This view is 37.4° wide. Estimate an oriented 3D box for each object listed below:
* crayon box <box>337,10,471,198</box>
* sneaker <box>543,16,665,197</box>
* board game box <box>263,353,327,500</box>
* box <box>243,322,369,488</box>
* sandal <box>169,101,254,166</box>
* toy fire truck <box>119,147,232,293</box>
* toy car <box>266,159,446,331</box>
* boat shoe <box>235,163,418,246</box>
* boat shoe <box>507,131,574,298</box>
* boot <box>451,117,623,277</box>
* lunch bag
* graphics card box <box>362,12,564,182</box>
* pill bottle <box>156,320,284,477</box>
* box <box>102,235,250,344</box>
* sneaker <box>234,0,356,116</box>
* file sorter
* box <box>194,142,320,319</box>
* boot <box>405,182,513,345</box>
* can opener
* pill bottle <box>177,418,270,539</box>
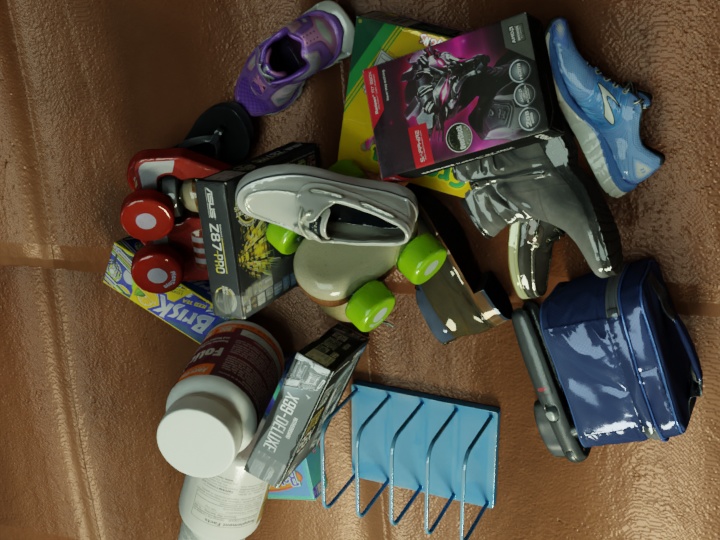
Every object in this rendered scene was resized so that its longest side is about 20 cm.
[{"bbox_3d":[0.083,-0.184,1.202,0.199,0.058,0.173,17,115,19],"label":"crayon box"},{"bbox_3d":[0.256,-0.181,1.122,0.089,0.079,0.201,-28,102,19],"label":"sneaker"},{"bbox_3d":[-0.138,0.216,1.463,0.151,0.045,0.201,-3,107,25],"label":"board game box"},{"bbox_3d":[-0.062,0.158,1.295,0.050,0.200,0.158,26,101,8],"label":"box"},{"bbox_3d":[-0.207,-0.142,1.349,0.200,0.043,0.076,-31,108,37],"label":"sandal"},{"bbox_3d":[-0.206,-0.067,1.334,0.167,0.112,0.201,-4,129,-3],"label":"toy fire truck"},{"bbox_3d":[0.000,0.000,1.258,0.164,0.158,0.200,44,166,20],"label":"toy car"},{"bbox_3d":[-0.039,-0.061,1.135,0.199,0.066,0.072,10,131,2],"label":"boat shoe"},{"bbox_3d":[0.204,-0.061,1.183,0.065,0.073,0.201,8,112,28],"label":"boat shoe"},{"bbox_3d":[0.186,-0.063,1.127,0.131,0.070,0.201,-29,75,25],"label":"boot"},{"bbox_3d":[0.296,0.096,1.162,0.132,0.136,0.201,-15,103,29],"label":"lunch bag"},{"bbox_3d":[0.103,-0.176,1.111,0.199,0.051,0.126,-13,83,29],"label":"graphics card box"},{"bbox_3d":[-0.171,0.155,1.305,0.114,0.200,0.115,5,117,10],"label":"pill bottle"},{"bbox_3d":[-0.244,0.029,1.433,0.199,0.064,0.070,31,119,11],"label":"box"},{"bbox_3d":[-0.095,-0.237,1.237,0.200,0.088,0.081,-30,97,45],"label":"sneaker"},{"bbox_3d":[0.061,0.242,1.336,0.199,0.123,0.140,8,113,22],"label":"file sorter"},{"bbox_3d":[-0.111,-0.052,1.260,0.049,0.200,0.162,7,111,28],"label":"box"},{"bbox_3d":[0.086,-0.002,1.260,0.097,0.075,0.200,-33,95,28],"label":"boot"},{"bbox_3d":[0.222,0.134,1.253,0.078,0.063,0.201,-16,102,29],"label":"can opener"},{"bbox_3d":[-0.181,0.295,1.420,0.114,0.114,0.201,26,119,14],"label":"pill bottle"}]
